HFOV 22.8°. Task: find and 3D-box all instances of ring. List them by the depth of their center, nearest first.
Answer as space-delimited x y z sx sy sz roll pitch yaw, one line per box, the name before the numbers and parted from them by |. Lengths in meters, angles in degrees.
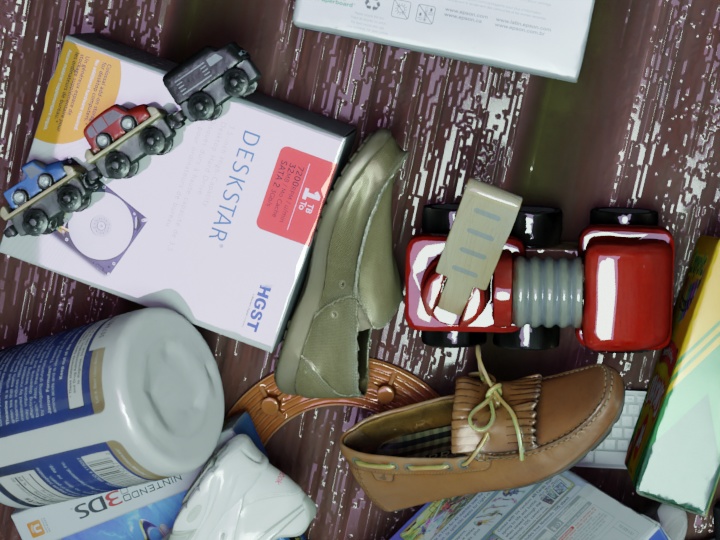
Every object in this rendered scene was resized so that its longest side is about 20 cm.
ring | -0.014 0.160 1.256 0.199 0.019 0.202 1 98 6

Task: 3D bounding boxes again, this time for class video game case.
video game case | 0.079 0.212 1.142 0.200 0.181 0.046 -43 120 -11
video game case | -0.122 0.224 1.250 0.181 0.045 0.201 -22 96 16

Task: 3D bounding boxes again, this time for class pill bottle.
pill bottle | -0.199 0.098 1.198 0.199 0.111 0.111 -15 96 31

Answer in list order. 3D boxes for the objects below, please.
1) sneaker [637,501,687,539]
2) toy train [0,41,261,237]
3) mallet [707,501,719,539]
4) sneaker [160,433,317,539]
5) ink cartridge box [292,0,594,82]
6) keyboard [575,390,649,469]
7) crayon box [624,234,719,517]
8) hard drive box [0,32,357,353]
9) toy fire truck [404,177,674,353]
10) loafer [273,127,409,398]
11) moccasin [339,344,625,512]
sneaker | 0.128 0.210 1.201 0.200 0.077 0.082 -41 59 2
toy train | -0.154 -0.085 1.152 0.200 0.034 0.046 -34 90 9
mallet | 0.193 0.212 1.237 0.199 0.041 0.066 -19 92 12
sneaker | -0.102 0.212 1.183 0.099 0.078 0.200 35 106 -1
ink cartridge box | 0.069 -0.241 1.184 0.195 0.043 0.201 12 95 4
keyboard | 0.221 0.111 1.231 0.199 0.011 0.057 2 98 6
crayon box | 0.227 0.049 1.158 0.051 0.127 0.201 19 93 5
hard drive box | -0.122 -0.055 1.209 0.199 0.077 0.157 19 100 2
toy fire truck | 0.113 -0.001 1.130 0.175 0.200 0.129 2 98 6
loafer | 0.000 0.000 1.196 0.067 0.076 0.201 20 115 4
moccasin | 0.078 0.099 1.163 0.201 0.074 0.078 -15 130 33
